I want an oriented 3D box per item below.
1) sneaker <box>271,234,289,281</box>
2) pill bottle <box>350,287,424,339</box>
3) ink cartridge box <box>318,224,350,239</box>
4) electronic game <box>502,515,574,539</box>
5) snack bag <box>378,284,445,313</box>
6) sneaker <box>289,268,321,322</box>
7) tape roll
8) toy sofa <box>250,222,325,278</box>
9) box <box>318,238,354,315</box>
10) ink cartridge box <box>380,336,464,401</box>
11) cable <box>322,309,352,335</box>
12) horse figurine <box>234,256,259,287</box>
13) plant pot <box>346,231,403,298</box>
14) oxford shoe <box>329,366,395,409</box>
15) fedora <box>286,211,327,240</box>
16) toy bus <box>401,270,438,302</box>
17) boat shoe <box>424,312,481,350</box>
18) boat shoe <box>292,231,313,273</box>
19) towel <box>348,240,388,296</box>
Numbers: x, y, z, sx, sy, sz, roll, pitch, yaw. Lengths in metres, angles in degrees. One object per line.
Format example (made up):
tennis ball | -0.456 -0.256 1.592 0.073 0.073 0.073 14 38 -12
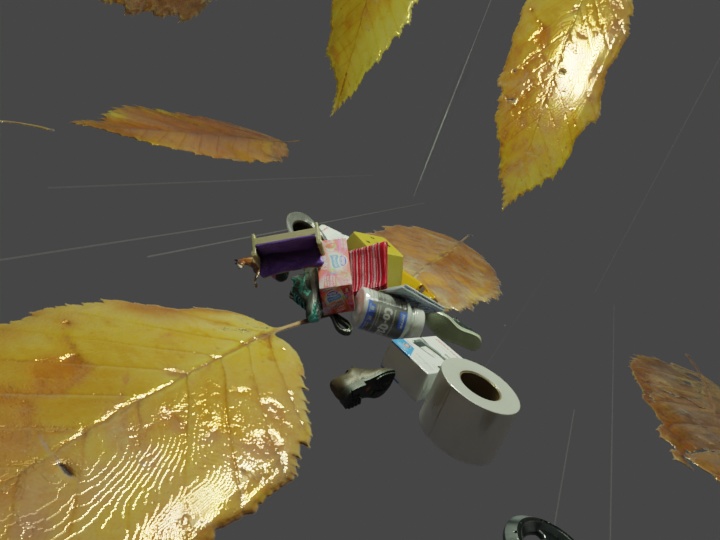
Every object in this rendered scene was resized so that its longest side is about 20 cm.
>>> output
sneaker | -0.229 -0.030 1.741 0.086 0.079 0.203 44 21 -31
pill bottle | 0.079 0.130 1.623 0.193 0.117 0.114 17 20 -17
ink cartridge box | -0.079 -0.072 2.003 0.195 0.087 0.146 25 19 8
electronic game | 0.347 0.525 1.025 0.194 0.043 0.201 22 18 -7
snack bag | 0.126 0.093 1.699 0.185 0.022 0.197 27 -25 -33
sneaker | -0.155 0.076 1.582 0.088 0.080 0.203 -10 35 0
tape roll | 0.246 0.317 1.296 0.196 0.143 0.204 20 20 -7
toy sofa | -0.195 -0.054 1.542 0.192 0.101 0.083 -10 -23 0
box | -0.072 0.014 1.610 0.091 0.105 0.204 -7 41 -2
ink cartridge box | 0.171 0.248 1.471 0.196 0.087 0.144 3 28 -46
cable | -0.078 0.106 1.601 0.094 0.052 0.201 9 24 -20
horse figurine | -0.258 -0.032 1.633 0.133 0.196 0.051 49 -12 53
plant pot | 0.028 -0.006 1.819 0.195 0.181 0.200 9 23 -35
oxford shoe | 0.008 0.248 1.302 0.084 0.075 0.196 34 21 35
fedora | -0.186 -0.084 1.871 0.201 0.090 0.176 49 29 7
toy bus | 0.165 0.064 1.837 0.079 0.065 0.199 53 -9 -33
boat shoe | 0.290 0.187 1.793 0.195 0.077 0.062 27 11 0
boat shoe | -0.159 -0.031 1.752 0.201 0.073 0.060 50 3 -9
towel | 0.000 0.000 1.693 0.195 0.150 0.022 -14 -26 33
